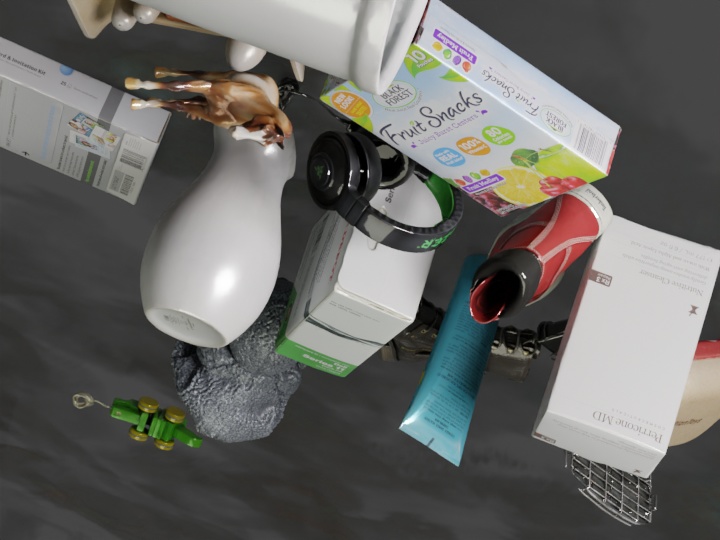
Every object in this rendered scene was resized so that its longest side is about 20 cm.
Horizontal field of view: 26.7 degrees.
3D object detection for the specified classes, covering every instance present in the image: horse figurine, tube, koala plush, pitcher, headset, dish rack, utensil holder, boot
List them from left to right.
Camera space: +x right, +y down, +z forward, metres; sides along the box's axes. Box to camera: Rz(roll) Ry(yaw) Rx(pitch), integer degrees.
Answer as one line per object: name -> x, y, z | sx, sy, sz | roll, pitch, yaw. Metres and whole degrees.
horse figurine -> -0.113, -0.138, 1.231 | 0.132, 0.050, 0.200 | 7, -171, 1
pitcher -> -0.122, -0.025, 1.409 | 0.121, 0.201, 0.172 | 13, 156, 15
koala plush -> -0.109, 0.080, 1.677 | 0.177, 0.184, 0.200 | 26, 143, -15
utensil holder -> -0.052, -0.225, 0.982 | 0.199, 0.171, 0.170 | 19, 156, 6
headset -> -0.005, -0.087, 1.296 | 0.200, 0.123, 0.094 | 46, 129, 11
boot -> 0.105, 0.060, 1.594 | 0.173, 0.070, 0.200 | 10, 158, 8
tube -> 0.097, 0.081, 1.463 | 0.077, 0.201, 0.050 | 31, 152, -22
boot -> 0.128, 0.010, 1.346 | 0.072, 0.144, 0.200 | 46, 152, 5
dish rack -> 0.241, 0.155, 1.523 | 0.054, 0.201, 0.153 | -26, 133, 37

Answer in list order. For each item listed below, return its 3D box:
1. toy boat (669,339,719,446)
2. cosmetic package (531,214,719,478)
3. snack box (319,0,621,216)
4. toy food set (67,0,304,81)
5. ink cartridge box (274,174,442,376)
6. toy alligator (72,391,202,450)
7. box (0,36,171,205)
toy boat -> 0.276, 0.093, 1.463 | 0.199, 0.131, 0.131 | 0, 140, -47
cosmetic package -> 0.233, 0.066, 1.329 | 0.112, 0.201, 0.081 | 18, 155, 4
snack box -> 0.087, -0.126, 1.218 | 0.200, 0.053, 0.142 | 31, 152, -23
toy food set -> -0.146, -0.214, 1.200 | 0.199, 0.061, 0.144 | 12, 155, 15
ink cartridge box -> 0.000, 0.000, 1.432 | 0.083, 0.147, 0.200 | 23, 156, -11
toy alligator -> -0.324, 0.212, 2.233 | 0.199, 0.060, 0.054 | 21, -164, -2
box -> -0.294, -0.146, 1.475 | 0.199, 0.041, 0.156 | 22, 155, -8
